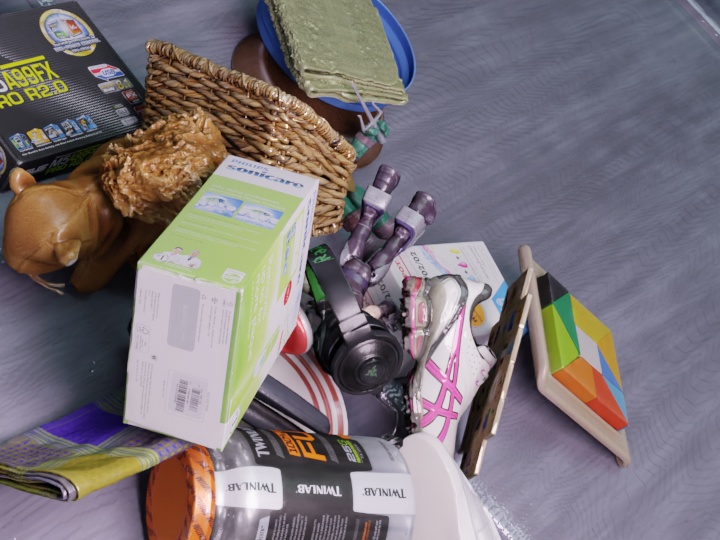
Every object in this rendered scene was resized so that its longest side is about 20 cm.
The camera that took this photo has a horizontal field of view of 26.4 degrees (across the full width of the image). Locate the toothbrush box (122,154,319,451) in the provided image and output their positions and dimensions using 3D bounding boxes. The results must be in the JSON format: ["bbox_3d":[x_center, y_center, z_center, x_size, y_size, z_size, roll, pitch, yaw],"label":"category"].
[{"bbox_3d":[-0.107,0.020,1.199,0.086,0.146,0.200,14,29,7],"label":"toothbrush box"}]

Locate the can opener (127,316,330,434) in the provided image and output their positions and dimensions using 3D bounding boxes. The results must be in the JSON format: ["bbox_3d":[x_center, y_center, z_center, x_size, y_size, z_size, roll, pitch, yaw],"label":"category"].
[{"bbox_3d":[-0.111,0.095,1.317,0.199,0.063,0.079,31,40,-15],"label":"can opener"}]

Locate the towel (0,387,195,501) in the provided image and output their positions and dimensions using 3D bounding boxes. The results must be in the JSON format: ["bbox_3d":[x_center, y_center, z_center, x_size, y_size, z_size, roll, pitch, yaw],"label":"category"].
[{"bbox_3d":[-0.199,0.130,1.190,0.200,0.143,0.023,-21,108,-47],"label":"towel"}]

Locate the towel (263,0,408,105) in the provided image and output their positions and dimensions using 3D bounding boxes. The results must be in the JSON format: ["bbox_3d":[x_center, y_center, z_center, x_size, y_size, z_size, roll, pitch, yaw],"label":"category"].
[{"bbox_3d":[-0.035,-0.260,1.659,0.148,0.036,0.201,6,52,-37],"label":"towel"}]

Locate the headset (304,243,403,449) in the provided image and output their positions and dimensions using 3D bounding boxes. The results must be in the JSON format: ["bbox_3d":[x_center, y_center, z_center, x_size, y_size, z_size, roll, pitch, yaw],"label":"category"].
[{"bbox_3d":[-0.016,0.078,1.357,0.123,0.094,0.201,-144,-150,-77],"label":"headset"}]

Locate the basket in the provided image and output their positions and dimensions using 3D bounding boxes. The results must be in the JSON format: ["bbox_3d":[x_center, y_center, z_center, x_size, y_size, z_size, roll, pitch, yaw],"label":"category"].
[{"bbox_3d":[-0.099,-0.128,1.440,0.199,0.150,0.142,24,24,38],"label":"basket"}]

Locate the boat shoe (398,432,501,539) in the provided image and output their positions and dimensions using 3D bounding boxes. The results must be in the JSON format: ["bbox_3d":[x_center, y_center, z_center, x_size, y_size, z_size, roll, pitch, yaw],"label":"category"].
[{"bbox_3d":[0.094,0.239,1.384,0.068,0.072,0.201,-9,68,-55],"label":"boat shoe"}]

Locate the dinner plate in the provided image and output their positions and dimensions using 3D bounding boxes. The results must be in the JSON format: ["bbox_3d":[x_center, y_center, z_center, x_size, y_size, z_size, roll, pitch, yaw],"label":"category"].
[{"bbox_3d":[-0.099,0.115,1.378,0.199,0.024,0.201,23,42,-23],"label":"dinner plate"}]

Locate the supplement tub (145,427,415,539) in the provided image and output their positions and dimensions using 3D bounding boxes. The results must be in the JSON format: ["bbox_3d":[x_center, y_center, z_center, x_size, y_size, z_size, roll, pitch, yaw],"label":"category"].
[{"bbox_3d":[-0.065,0.192,1.248,0.199,0.123,0.123,8,50,-31],"label":"supplement tub"}]

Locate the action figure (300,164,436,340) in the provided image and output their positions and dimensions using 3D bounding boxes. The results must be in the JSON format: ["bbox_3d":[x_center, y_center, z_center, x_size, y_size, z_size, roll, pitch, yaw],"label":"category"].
[{"bbox_3d":[0.000,0.000,1.472,0.130,0.069,0.200,33,66,2],"label":"action figure"}]

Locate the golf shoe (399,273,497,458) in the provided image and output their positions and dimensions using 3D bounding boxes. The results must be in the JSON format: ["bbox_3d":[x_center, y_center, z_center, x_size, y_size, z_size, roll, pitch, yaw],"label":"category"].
[{"bbox_3d":[0.083,0.103,1.423,0.091,0.201,0.073,-1,15,-3],"label":"golf shoe"}]

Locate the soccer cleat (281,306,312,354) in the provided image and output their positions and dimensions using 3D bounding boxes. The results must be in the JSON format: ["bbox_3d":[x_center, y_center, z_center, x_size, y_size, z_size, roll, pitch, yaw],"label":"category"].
[{"bbox_3d":[-0.095,0.004,1.409,0.085,0.069,0.200,-19,44,-36],"label":"soccer cleat"}]

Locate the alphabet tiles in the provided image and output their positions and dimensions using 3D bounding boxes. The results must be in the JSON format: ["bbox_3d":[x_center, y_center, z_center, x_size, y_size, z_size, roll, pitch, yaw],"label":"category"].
[{"bbox_3d":[0.126,0.101,1.446,0.006,0.166,0.201,17,75,-2],"label":"alphabet tiles"}]

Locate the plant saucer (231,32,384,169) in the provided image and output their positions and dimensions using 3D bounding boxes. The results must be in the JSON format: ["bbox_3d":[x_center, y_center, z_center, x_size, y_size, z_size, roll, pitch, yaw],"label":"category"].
[{"bbox_3d":[-0.049,-0.200,1.710,0.199,0.035,0.201,24,41,-23],"label":"plant saucer"}]

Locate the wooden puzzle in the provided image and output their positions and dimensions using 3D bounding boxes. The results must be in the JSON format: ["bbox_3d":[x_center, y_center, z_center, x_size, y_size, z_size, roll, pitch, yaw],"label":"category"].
[{"bbox_3d":[0.232,0.088,1.627,0.200,0.037,0.186,44,30,-39],"label":"wooden puzzle"}]

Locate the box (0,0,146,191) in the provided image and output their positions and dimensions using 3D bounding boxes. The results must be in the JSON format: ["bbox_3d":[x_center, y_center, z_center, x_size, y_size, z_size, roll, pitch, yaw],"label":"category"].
[{"bbox_3d":[-0.302,-0.169,1.446,0.161,0.044,0.200,52,38,11],"label":"box"}]

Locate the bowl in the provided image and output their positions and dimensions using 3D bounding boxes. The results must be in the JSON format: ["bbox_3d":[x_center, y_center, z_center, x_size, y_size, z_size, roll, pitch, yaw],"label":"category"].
[{"bbox_3d":[-0.029,-0.261,1.725,0.200,0.039,0.201,24,41,-23],"label":"bowl"}]

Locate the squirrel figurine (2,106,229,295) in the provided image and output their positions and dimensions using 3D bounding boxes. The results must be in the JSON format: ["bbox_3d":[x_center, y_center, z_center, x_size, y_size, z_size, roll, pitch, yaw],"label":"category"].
[{"bbox_3d":[-0.210,-0.063,1.301,0.186,0.200,0.142,-9,66,-58],"label":"squirrel figurine"}]

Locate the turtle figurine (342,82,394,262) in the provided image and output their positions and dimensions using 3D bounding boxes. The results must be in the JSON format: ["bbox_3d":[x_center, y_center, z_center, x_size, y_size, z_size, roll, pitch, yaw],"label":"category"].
[{"bbox_3d":[-0.023,-0.105,1.592,0.200,0.101,0.150,55,45,-7],"label":"turtle figurine"}]

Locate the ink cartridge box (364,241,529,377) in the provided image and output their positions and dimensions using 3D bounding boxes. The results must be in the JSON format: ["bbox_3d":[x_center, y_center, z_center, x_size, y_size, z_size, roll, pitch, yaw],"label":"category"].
[{"bbox_3d":[0.066,0.039,1.559,0.199,0.068,0.116,-5,58,-44],"label":"ink cartridge box"}]
